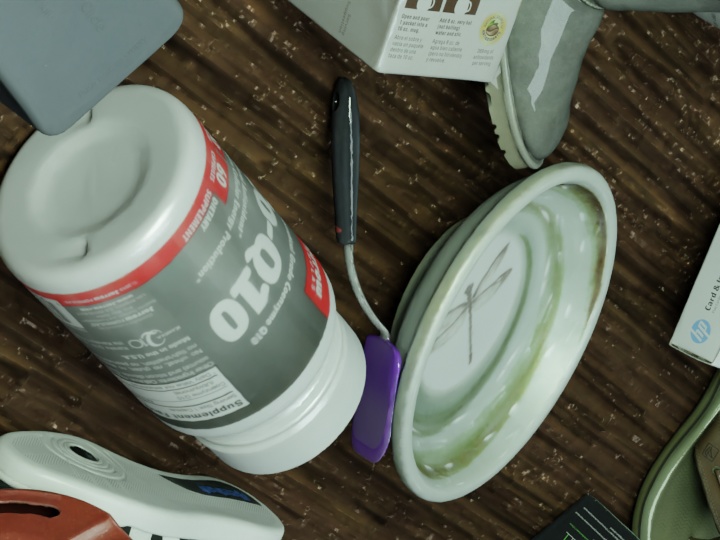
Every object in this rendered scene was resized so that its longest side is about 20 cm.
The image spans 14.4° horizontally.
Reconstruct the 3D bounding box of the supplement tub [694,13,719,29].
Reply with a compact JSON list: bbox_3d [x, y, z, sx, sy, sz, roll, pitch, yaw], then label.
[{"bbox_3d":[0.265,-0.153,1.473,0.132,0.199,0.132,-46,156,-27],"label":"supplement tub"}]

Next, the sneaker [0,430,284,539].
[{"bbox_3d":[-0.132,0.157,1.484,0.199,0.073,0.112,21,103,-46],"label":"sneaker"}]

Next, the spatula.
[{"bbox_3d":[0.000,0.000,1.471,0.020,0.056,0.201,-11,103,-17],"label":"spatula"}]

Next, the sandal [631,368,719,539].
[{"bbox_3d":[0.230,0.119,1.756,0.080,0.057,0.202,12,110,-43],"label":"sandal"}]

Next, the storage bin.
[{"bbox_3d":[-0.174,-0.149,1.199,0.145,0.134,0.200,-42,135,-7],"label":"storage bin"}]

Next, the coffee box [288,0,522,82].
[{"bbox_3d":[0.038,-0.205,1.342,0.079,0.114,0.201,2,118,-38],"label":"coffee box"}]

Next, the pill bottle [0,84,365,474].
[{"bbox_3d":[-0.082,0.010,1.395,0.114,0.114,0.200,-45,136,-4],"label":"pill bottle"}]

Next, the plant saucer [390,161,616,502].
[{"bbox_3d":[0.065,0.027,1.546,0.200,0.050,0.201,-40,146,-36],"label":"plant saucer"}]

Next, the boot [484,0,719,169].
[{"bbox_3d":[0.159,-0.137,1.423,0.199,0.073,0.183,-2,118,11],"label":"boot"}]

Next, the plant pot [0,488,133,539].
[{"bbox_3d":[-0.169,0.225,1.394,0.200,0.201,0.196,-23,138,-25],"label":"plant pot"}]

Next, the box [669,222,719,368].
[{"bbox_3d":[0.280,-0.025,1.685,0.155,0.041,0.201,18,95,-44],"label":"box"}]

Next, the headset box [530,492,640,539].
[{"bbox_3d":[0.114,0.270,1.742,0.200,0.093,0.174,-39,136,-10],"label":"headset box"}]
